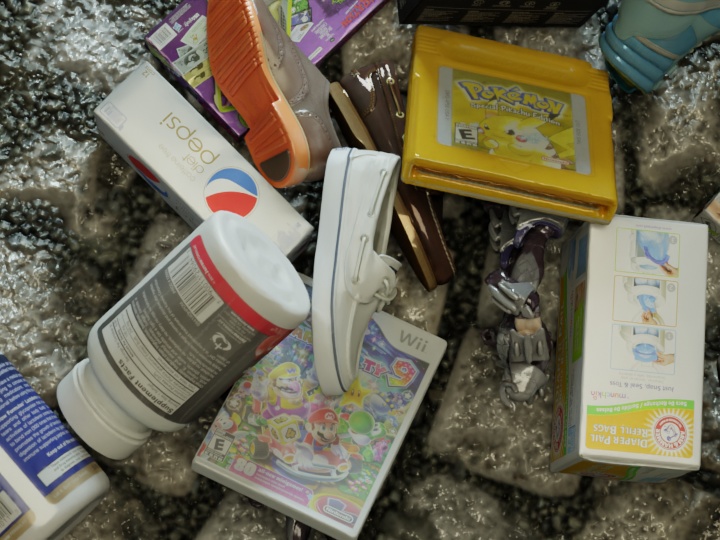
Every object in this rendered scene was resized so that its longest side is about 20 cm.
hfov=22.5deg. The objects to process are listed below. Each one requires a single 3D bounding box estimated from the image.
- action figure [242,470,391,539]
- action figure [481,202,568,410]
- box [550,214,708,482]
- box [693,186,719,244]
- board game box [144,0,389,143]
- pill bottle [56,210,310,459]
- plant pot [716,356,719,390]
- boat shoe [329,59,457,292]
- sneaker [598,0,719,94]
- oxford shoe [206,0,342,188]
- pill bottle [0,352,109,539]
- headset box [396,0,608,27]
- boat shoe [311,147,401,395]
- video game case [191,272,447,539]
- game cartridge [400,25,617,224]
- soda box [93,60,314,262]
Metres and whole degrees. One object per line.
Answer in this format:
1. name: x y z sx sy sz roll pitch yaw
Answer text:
1. action figure: -0.036 0.191 1.462 0.129 0.069 0.202 -8 76 -3
2. action figure: 0.130 0.023 1.481 0.069 0.130 0.201 8 61 -2
3. box: 0.220 0.068 1.491 0.100 0.113 0.202 6 76 -5
4. box: 0.395 -0.083 1.582 0.110 0.035 0.200 42 77 3
5. board game box: -0.075 -0.221 1.562 0.200 0.032 0.120 -44 83 -12
6. pill bottle: -0.144 0.056 1.426 0.200 0.111 0.111 -41 85 16
7. plant pot: 0.386 0.107 1.477 0.173 0.200 0.202 -11 79 8
8. boat shoe: 0.040 -0.084 1.524 0.070 0.070 0.201 -23 82 -8
9. sneaker: 0.281 -0.215 1.582 0.199 0.131 0.080 -7 50 -42
10. oxford shoe: -0.072 -0.163 1.515 0.072 0.071 0.201 -10 74 -39
11. pill bottle: -0.300 0.131 1.419 0.116 0.116 0.200 -40 85 -12
12. headset box: 0.136 -0.277 1.497 0.173 0.200 0.094 -2 78 -15
13. boat shoe: 0.000 0.000 1.448 0.065 0.074 0.202 2 84 12
14. video game case: -0.030 0.107 1.462 0.142 0.018 0.201 24 56 5
15. game cartridge: 0.124 -0.126 1.505 0.175 0.033 0.201 11 41 -5
16. soda box: -0.131 -0.076 1.504 0.064 0.068 0.200 -44 86 -12
